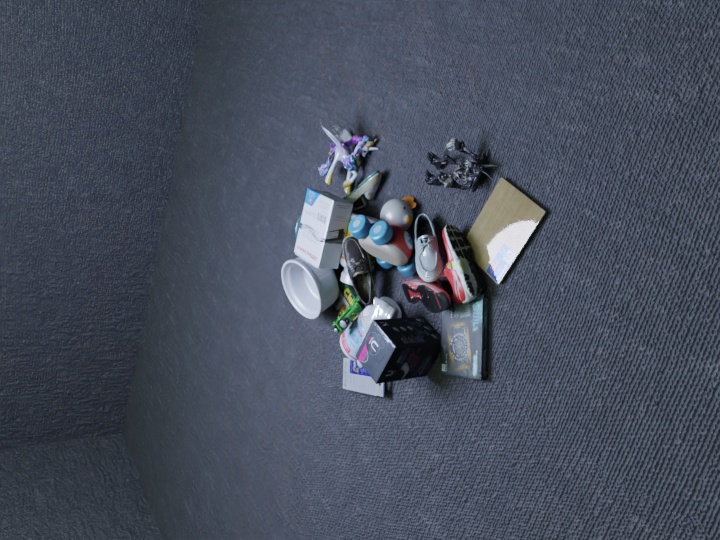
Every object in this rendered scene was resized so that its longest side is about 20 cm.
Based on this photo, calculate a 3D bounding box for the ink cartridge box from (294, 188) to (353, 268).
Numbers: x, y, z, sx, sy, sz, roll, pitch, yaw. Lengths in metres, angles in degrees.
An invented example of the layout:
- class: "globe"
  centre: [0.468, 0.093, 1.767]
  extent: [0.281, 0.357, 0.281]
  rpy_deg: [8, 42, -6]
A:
- class: "ink cartridge box"
  centre: [-0.114, -0.125, 1.567]
  extent: [0.143, 0.083, 0.206]
  rpy_deg: [30, 110, 46]

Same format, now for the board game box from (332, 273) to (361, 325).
- class: "board game box"
  centre: [-0.039, 0.116, 1.672]
  extent: [0.106, 0.023, 0.202]
  rpy_deg: [-57, 47, 27]

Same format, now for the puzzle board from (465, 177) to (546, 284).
- class: "puzzle board"
  centre: [0.335, -0.094, 1.241]
  extent: [0.151, 0.017, 0.203]
  rpy_deg: [50, 124, 39]

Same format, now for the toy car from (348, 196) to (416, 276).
- class: "toy car"
  centre: [0.101, -0.127, 1.448]
  extent: [0.175, 0.184, 0.203]
  rpy_deg: [20, 73, 47]

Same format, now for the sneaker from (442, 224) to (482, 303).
- class: "sneaker"
  centre: [0.230, -0.016, 1.289]
  extent: [0.085, 0.075, 0.206]
  rpy_deg: [-37, 57, 46]

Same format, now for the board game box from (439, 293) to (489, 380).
- class: "board game box"
  centre: [0.258, 0.161, 1.301]
  extent: [0.133, 0.028, 0.207]
  rpy_deg: [-1, 85, 50]

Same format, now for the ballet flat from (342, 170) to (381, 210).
- class: "ballet flat"
  centre: [0.013, -0.239, 1.623]
  extent: [0.198, 0.067, 0.063]
  rpy_deg: [-31, 91, 48]

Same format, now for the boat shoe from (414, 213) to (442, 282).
- class: "boat shoe"
  centre: [0.167, -0.064, 1.346]
  extent: [0.068, 0.072, 0.205]
  rpy_deg: [-13, 47, 13]

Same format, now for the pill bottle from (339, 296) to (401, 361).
- class: "pill bottle"
  centre: [0.031, 0.170, 1.514]
  extent: [0.201, 0.107, 0.111]
  rpy_deg: [-49, 52, 35]

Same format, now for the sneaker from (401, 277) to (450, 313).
- class: "sneaker"
  centre: [0.182, 0.046, 1.338]
  extent: [0.199, 0.085, 0.076]
  rpy_deg: [21, 136, 65]

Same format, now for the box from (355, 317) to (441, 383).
- class: "box"
  centre: [0.103, 0.203, 1.352]
  extent: [0.106, 0.196, 0.125]
  rpy_deg: [46, 120, 38]

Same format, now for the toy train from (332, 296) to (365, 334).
- class: "toy train"
  centre: [-0.019, 0.118, 1.533]
  extent: [0.056, 0.200, 0.042]
  rpy_deg: [-35, 98, 37]

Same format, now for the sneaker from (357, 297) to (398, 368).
- class: "sneaker"
  centre: [0.028, 0.166, 1.418]
  extent: [0.087, 0.075, 0.204]
  rpy_deg: [32, 109, 18]

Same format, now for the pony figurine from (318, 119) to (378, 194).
- class: "pony figurine"
  centre: [-0.055, -0.371, 1.659]
  extent: [0.191, 0.166, 0.203]
  rpy_deg: [37, 115, 9]

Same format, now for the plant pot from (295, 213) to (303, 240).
- class: "plant pot"
  centre: [-0.138, -0.129, 1.727]
  extent: [0.197, 0.132, 0.207]
  rpy_deg: [-5, 83, 49]

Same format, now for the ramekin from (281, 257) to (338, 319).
- class: "ramekin"
  centre: [-0.159, 0.044, 1.685]
  extent: [0.198, 0.097, 0.206]
  rpy_deg: [30, 134, 36]

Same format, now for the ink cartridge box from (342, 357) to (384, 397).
- class: "ink cartridge box"
  centre: [0.016, 0.319, 1.576]
  extent: [0.197, 0.036, 0.098]
  rpy_deg: [-4, 83, 53]

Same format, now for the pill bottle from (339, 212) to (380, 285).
- class: "pill bottle"
  centre: [-0.002, -0.061, 1.572]
  extent: [0.110, 0.109, 0.207]
  rpy_deg: [23, 104, 48]

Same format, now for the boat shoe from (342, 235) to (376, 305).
- class: "boat shoe"
  centre: [0.000, 0.000, 1.492]
  extent: [0.071, 0.065, 0.205]
  rpy_deg: [-20, 98, 5]

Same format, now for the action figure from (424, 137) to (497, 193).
- class: "action figure"
  centre: [0.239, -0.256, 1.308]
  extent: [0.197, 0.100, 0.123]
  rpy_deg: [10, 82, 52]
